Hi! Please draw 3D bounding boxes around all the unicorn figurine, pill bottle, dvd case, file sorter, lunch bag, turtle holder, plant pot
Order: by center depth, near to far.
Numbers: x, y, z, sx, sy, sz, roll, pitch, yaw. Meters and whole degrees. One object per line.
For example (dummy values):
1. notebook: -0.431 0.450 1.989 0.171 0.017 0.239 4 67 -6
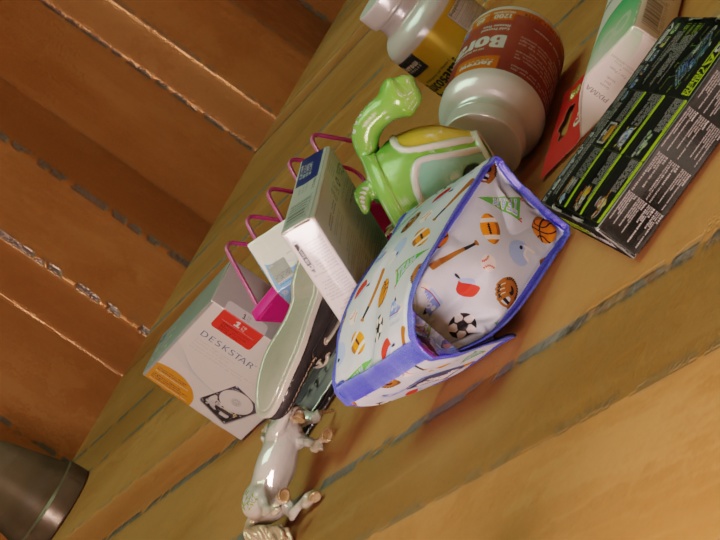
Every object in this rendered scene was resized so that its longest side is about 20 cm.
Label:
1. lunch bag: 0.068 0.026 1.572 0.200 0.124 0.170 -53 9 -32
2. turtle holder: 0.069 -0.088 1.777 0.131 0.186 0.141 -30 -21 10
3. unicorn figurine: -0.074 0.189 1.829 0.200 0.074 0.137 -58 15 -25
4. pill bottle: 0.144 -0.182 1.884 0.112 0.112 0.200 -47 14 38
5. dvd case: -0.040 0.118 2.050 0.200 0.016 0.149 -55 10 0
6. pill bottle: 0.102 -0.262 2.075 0.112 0.200 0.112 -53 10 14
7. file sorter: -0.046 -0.049 2.122 0.200 0.139 0.126 -50 55 28
8. plant pot: -0.631 0.410 3.352 0.200 0.173 0.200 -52 12 16

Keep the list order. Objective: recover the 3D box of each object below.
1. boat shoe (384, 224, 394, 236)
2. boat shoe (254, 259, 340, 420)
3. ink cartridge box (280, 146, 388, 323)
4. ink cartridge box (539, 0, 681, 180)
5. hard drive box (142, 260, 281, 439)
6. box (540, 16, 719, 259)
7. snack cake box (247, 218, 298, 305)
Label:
1. boat shoe: 0.062 -0.038 1.940 0.073 0.063 0.200 -55 10 4
2. boat shoe: -0.049 0.062 1.814 0.074 0.060 0.201 -13 55 55
3. ink cartridge box: 0.000 0.000 1.734 0.040 0.200 0.200 -30 17 15
4. ink cartridge box: 0.230 -0.202 1.747 0.200 0.050 0.161 -44 15 39
5. hard drive box: -0.152 0.100 2.224 0.200 0.156 0.077 -45 15 46
6. box: 0.237 -0.113 1.449 0.200 0.047 0.193 -54 13 2
7. snack cake box: -0.037 -0.008 1.962 0.115 0.067 0.200 -35 -18 1
